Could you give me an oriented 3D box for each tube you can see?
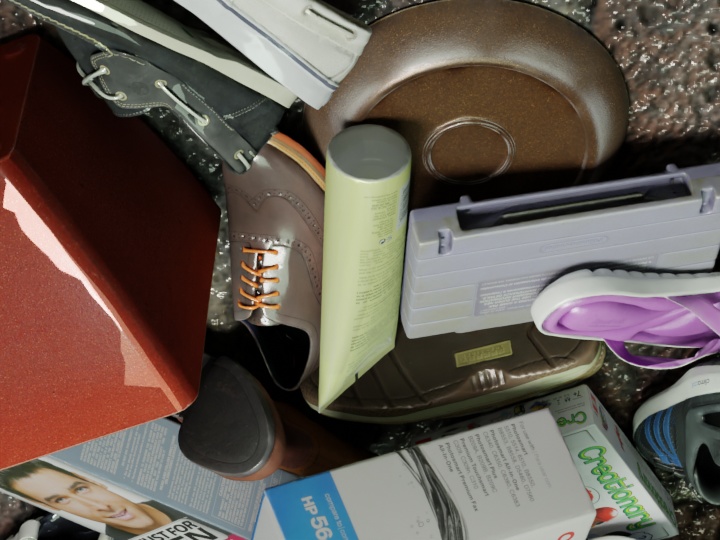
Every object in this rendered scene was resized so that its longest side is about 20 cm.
[{"bbox_3d":[0.000,0.000,1.688,0.058,0.052,0.200,-6,136,-8],"label":"tube"}]

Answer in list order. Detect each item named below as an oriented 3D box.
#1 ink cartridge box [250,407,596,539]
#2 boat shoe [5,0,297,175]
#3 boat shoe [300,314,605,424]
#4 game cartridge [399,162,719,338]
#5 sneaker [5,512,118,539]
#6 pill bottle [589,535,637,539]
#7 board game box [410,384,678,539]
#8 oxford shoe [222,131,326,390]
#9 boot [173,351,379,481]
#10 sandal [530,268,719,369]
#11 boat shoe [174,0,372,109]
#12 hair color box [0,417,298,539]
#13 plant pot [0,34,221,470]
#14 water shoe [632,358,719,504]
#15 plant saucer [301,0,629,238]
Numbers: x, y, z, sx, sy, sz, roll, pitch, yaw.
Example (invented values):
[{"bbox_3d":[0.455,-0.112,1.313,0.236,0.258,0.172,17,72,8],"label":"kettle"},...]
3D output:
[{"bbox_3d":[0.035,0.178,1.747,0.199,0.084,0.146,-14,151,-17],"label":"ink cartridge box"},{"bbox_3d":[-0.131,-0.120,1.576,0.200,0.072,0.068,28,102,-27],"label":"boat shoe"},{"bbox_3d":[0.062,0.070,1.804,0.199,0.072,0.076,-6,156,12],"label":"boat shoe"},{"bbox_3d":[0.125,-0.012,1.709,0.199,0.039,0.130,-9,156,-8],"label":"game cartridge"},{"bbox_3d":[-0.162,0.217,1.932,0.199,0.080,0.130,21,141,-9],"label":"sneaker"},{"bbox_3d":[0.186,0.269,1.952,0.116,0.117,0.200,-9,151,6],"label":"pill bottle"},{"bbox_3d":[0.128,0.147,1.877,0.126,0.035,0.200,-18,148,15],"label":"board game box"},{"bbox_3d":[-0.048,-0.007,1.699,0.071,0.073,0.200,7,140,24],"label":"oxford shoe"},{"bbox_3d":[-0.036,0.125,1.783,0.200,0.188,0.069,31,83,-28],"label":"boot"},{"bbox_3d":[0.196,0.038,1.744,0.202,0.050,0.082,2,150,-28],"label":"sandal"},{"bbox_3d":[-0.071,-0.172,1.552,0.200,0.071,0.070,38,96,-30],"label":"boat shoe"},{"bbox_3d":[-0.153,0.136,1.837,0.200,0.061,0.099,26,152,-24],"label":"hair color box"},{"bbox_3d":[-0.215,-0.017,1.618,0.199,0.200,0.177,-19,123,16],"label":"plant pot"},{"bbox_3d":[0.222,0.118,1.812,0.071,0.079,0.200,2,161,-5],"label":"water shoe"},{"bbox_3d":[0.065,-0.080,1.672,0.199,0.032,0.201,-2,136,-2],"label":"plant saucer"}]
